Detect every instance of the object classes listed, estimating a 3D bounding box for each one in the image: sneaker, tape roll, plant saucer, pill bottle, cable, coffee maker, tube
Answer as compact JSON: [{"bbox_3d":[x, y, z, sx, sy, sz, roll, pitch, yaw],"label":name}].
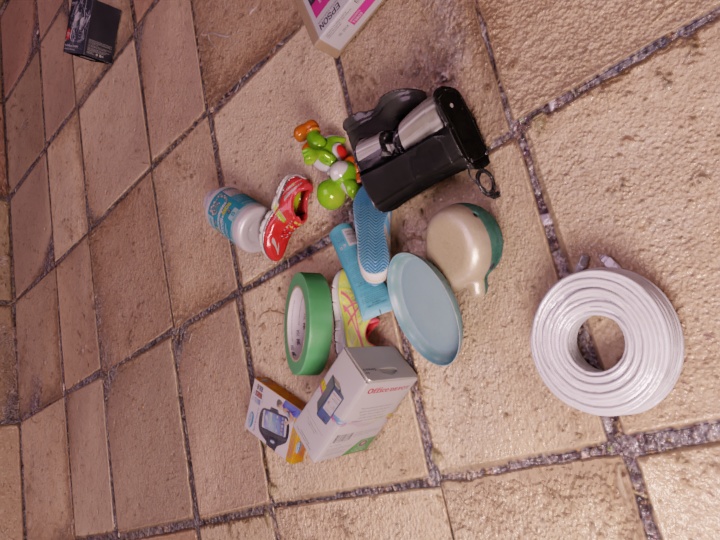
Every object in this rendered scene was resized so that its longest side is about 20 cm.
[{"bbox_3d":[-0.008,0.088,1.119,0.088,0.078,0.204,-9,65,5],"label":"sneaker"},{"bbox_3d":[-0.158,-0.110,1.265,0.084,0.076,0.204,29,106,34],"label":"sneaker"},{"bbox_3d":[-0.107,0.106,1.161,0.200,0.047,0.205,-176,90,-70],"label":"tape roll"},{"bbox_3d":[0.052,-0.274,1.094,0.198,0.075,0.093,-20,83,47],"label":"sneaker"},{"bbox_3d":[0.111,0.062,0.978,0.200,0.027,0.203,47,149,39],"label":"plant saucer"},{"bbox_3d":[-0.291,-0.128,1.362,0.199,0.110,0.113,31,107,40],"label":"pill bottle"},{"bbox_3d":[0.332,0.096,0.795,0.199,0.069,0.203,39,112,37],"label":"cable"},{"bbox_3d":[0.103,-0.177,0.987,0.198,0.133,0.196,-26,70,39],"label":"coffee maker"},{"bbox_3d":[0.000,0.000,1.119,0.076,0.051,0.202,-22,62,-8],"label":"tube"},{"bbox_3d":[0.022,-0.072,1.088,0.075,0.081,0.204,2,65,2],"label":"sneaker"}]

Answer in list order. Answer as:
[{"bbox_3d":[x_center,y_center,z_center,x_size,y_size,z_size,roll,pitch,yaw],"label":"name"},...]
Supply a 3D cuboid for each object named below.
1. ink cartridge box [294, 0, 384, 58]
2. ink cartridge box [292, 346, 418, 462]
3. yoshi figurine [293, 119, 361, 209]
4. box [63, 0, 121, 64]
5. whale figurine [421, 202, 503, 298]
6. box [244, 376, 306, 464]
[{"bbox_3d":[-0.038,-0.574,1.189,0.199,0.074,0.167,-39,61,33],"label":"ink cartridge box"},{"bbox_3d":[-0.008,0.237,1.048,0.088,0.144,0.202,51,120,34],"label":"ink cartridge box"},{"bbox_3d":[-0.075,-0.202,1.181,0.201,0.111,0.113,54,136,28],"label":"yoshi figurine"},{"bbox_3d":[-0.933,-0.830,2.017,0.198,0.103,0.186,22,100,41],"label":"box"},{"bbox_3d":[0.164,-0.018,0.959,0.160,0.102,0.202,50,143,32],"label":"whale figurine"},{"bbox_3d":[-0.189,0.321,1.280,0.198,0.041,0.122,20,100,40],"label":"box"}]
